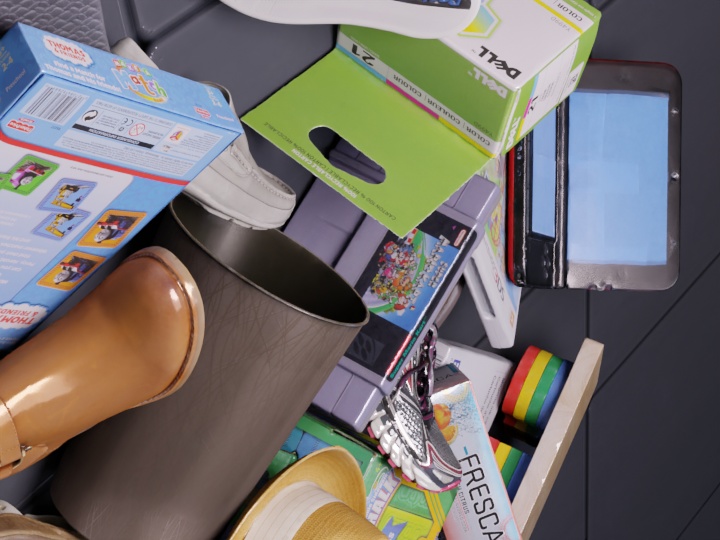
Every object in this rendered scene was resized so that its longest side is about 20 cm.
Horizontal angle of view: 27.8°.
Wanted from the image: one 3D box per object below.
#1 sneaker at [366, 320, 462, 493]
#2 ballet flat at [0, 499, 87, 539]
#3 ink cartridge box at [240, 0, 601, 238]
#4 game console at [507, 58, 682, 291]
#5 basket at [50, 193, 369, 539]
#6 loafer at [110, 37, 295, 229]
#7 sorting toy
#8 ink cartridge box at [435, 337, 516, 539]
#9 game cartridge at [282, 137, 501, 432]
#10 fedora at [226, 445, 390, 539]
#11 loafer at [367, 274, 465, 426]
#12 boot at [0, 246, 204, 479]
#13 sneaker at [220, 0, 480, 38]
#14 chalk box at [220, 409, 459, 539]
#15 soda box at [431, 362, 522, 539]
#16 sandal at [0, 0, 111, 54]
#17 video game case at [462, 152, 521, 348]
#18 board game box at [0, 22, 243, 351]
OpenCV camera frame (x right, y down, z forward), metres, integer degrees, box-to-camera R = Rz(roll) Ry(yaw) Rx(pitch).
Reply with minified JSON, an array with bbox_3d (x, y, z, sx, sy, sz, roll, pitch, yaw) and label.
[{"bbox_3d":[0.029,0.066,1.061,0.074,0.201,0.081,-23,177,11],"label":"sneaker"},{"bbox_3d":[-0.202,0.179,0.909,0.068,0.072,0.200,-50,149,7],"label":"ballet flat"},{"bbox_3d":[0.041,-0.135,0.967,0.200,0.148,0.076,-42,161,-33],"label":"ink cartridge box"},{"bbox_3d":[0.198,-0.084,1.210,0.172,0.118,0.201,6,85,-71],"label":"game console"},{"bbox_3d":[-0.104,0.076,0.921,0.136,0.180,0.201,23,103,-28],"label":"basket"},{"bbox_3d":[-0.096,-0.079,0.891,0.070,0.070,0.200,-57,148,3],"label":"loafer"},{"bbox_3d":[0.160,0.166,1.394,0.199,0.069,0.200,-64,167,-11],"label":"sorting toy"},{"bbox_3d":[0.074,0.165,1.338,0.200,0.043,0.197,18,95,-57],"label":"ink cartridge box"},{"bbox_3d":[0.000,0.000,1.029,0.200,0.129,0.038,-59,155,-10],"label":"game cartridge"},{"bbox_3d":[-0.026,0.219,0.948,0.200,0.082,0.201,-35,133,-47],"label":"fedora"},{"bbox_3d":[0.024,0.030,1.138,0.071,0.073,0.201,12,100,-57],"label":"loafer"},{"bbox_3d":[-0.186,0.065,0.790,0.200,0.077,0.155,-32,174,42],"label":"boot"},{"bbox_3d":[-0.026,-0.211,0.912,0.199,0.112,0.073,10,134,-25],"label":"sneaker"},{"bbox_3d":[-0.035,0.178,1.105,0.200,0.124,0.125,30,85,-58],"label":"chalk box"},{"bbox_3d":[0.087,0.185,1.226,0.063,0.068,0.201,-19,102,-6],"label":"soda box"},{"bbox_3d":[-0.157,-0.100,0.741,0.076,0.043,0.200,-21,152,-21],"label":"sandal"},{"bbox_3d":[0.110,-0.069,1.169,0.182,0.022,0.201,64,32,-52],"label":"video game case"},{"bbox_3d":[-0.177,-0.032,0.746,0.200,0.037,0.151,-41,155,21],"label":"board game box"}]
